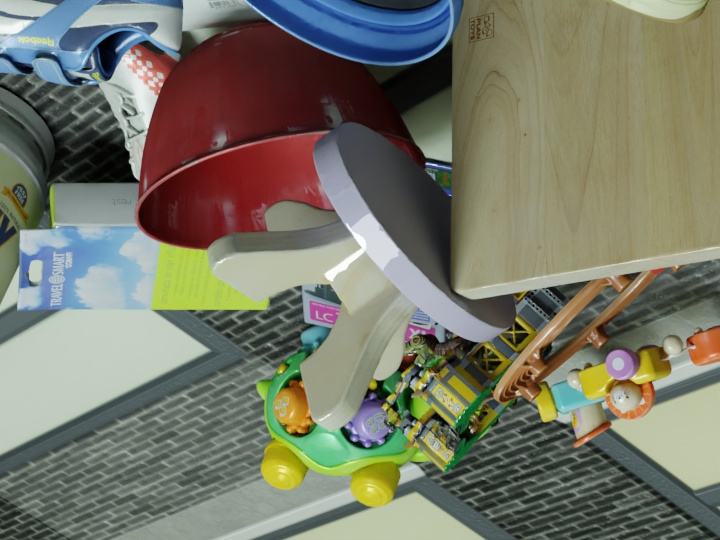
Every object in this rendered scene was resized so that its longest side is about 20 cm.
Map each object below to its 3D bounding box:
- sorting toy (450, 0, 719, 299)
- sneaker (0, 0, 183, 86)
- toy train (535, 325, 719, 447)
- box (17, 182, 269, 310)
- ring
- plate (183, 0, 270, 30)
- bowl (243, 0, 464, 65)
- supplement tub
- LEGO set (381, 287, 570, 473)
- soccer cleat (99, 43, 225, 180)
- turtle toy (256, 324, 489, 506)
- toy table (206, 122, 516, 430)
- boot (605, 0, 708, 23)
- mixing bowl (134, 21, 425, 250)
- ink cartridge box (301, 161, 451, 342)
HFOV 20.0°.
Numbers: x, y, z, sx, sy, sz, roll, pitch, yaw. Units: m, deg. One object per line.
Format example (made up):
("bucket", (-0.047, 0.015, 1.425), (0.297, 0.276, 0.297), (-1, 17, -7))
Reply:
("sorting toy", (0.159, -0.085, 1.265), (0.198, 0.200, 0.070), (-10, 157, 30))
("sneaker", (-0.206, -0.153, 1.323), (0.200, 0.074, 0.082), (-17, 91, 14))
("toy train", (0.220, 0.085, 1.529), (0.150, 0.056, 0.200), (-11, 169, -35))
("box", (-0.164, -0.017, 1.581), (0.200, 0.048, 0.122), (0, 147, -11))
("ring", (0.171, 0.027, 1.421), (0.019, 0.200, 0.201), (47, 148, 13))
("plate", (-0.110, -0.225, 1.339), (0.199, 0.032, 0.200), (-1, 141, 26))
("bowl", (-0.023, -0.204, 1.221), (0.200, 0.039, 0.201), (27, 156, 13))
("supplement tub", (-0.325, -0.035, 1.553), (0.145, 0.200, 0.145), (13, 145, 9))
("LEGO set", (0.064, 0.049, 1.483), (0.116, 0.154, 0.200), (42, 173, 13))
("soccer cleat", (-0.144, -0.100, 1.470), (0.069, 0.085, 0.200), (17, 157, 50))
("turtle toy", (0.011, 0.106, 1.647), (0.200, 0.146, 0.101), (9, 137, 12))
("toy table", (0.000, 0.000, 1.313), (0.117, 0.184, 0.200), (-33, 126, 20))
("boot", (0.122, -0.228, 1.084), (0.200, 0.072, 0.155), (20, 136, -6))
("mixing bowl", (-0.064, -0.099, 1.392), (0.200, 0.109, 0.200), (-11, 161, -4))
("ink cartridge box", (0.013, -0.016, 1.565), (0.119, 0.042, 0.200), (12, 144, 9))
